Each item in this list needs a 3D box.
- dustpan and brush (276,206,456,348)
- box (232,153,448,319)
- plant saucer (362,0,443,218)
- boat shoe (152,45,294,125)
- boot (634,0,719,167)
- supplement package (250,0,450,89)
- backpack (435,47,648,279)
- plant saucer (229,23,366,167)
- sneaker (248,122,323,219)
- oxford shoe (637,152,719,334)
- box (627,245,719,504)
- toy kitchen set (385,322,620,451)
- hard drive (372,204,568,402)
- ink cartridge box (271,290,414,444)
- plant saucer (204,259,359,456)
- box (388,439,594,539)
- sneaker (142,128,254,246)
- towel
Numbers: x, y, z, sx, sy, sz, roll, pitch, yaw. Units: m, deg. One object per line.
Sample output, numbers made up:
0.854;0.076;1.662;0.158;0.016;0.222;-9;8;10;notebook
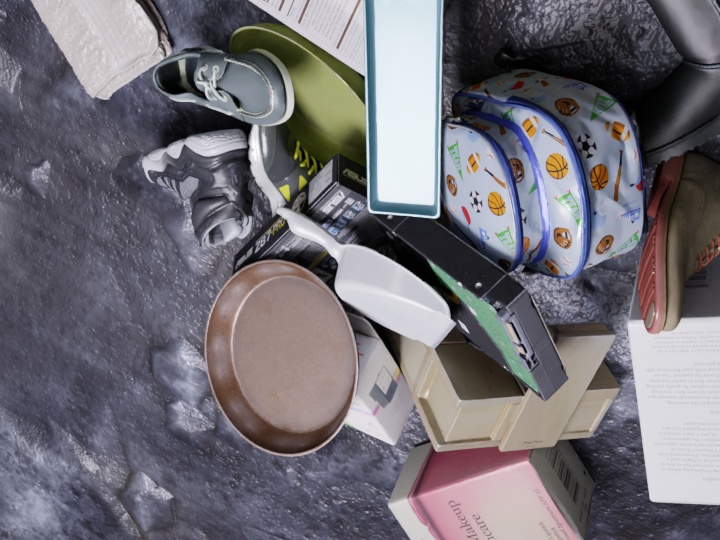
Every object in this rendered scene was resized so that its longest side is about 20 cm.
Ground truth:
0.000;0.000;0.866;0.197;0.058;0.140;23;164;2;dustpan and brush
-0.020;-0.019;0.957;0.160;0.050;0.200;26;133;-27;box
0.038;-0.143;0.783;0.069;0.019;0.203;6;120;14;plant saucer
-0.136;-0.178;0.867;0.199;0.061;0.074;26;127;47;boat shoe
0.277;-0.195;0.767;0.196;0.074;0.164;-26;107;25;boot
-0.017;-0.281;0.815;0.198;0.121;0.121;34;123;3;supplement package
0.160;-0.083;0.799;0.190;0.153;0.203;19;133;57;backpack
-0.045;-0.172;0.890;0.199;0.031;0.201;35;162;13;plant saucer
-0.061;-0.100;0.963;0.083;0.075;0.202;-5;134;13;sneaker
0.288;-0.029;0.782;0.073;0.202;0.071;14;149;10;oxford shoe
0.326;0.095;0.857;0.105;0.153;0.203;-4;117;24;box
0.162;0.068;0.962;0.197;0.182;0.165;0;131;-23;toy kitchen set
0.101;0.022;0.835;0.200;0.038;0.140;42;170;48;hard drive
-0.021;0.111;0.995;0.116;0.068;0.201;18;157;29;ink cartridge box
-0.078;0.089;0.933;0.197;0.034;0.204;3;95;31;plant saucer
0.153;0.261;1.048;0.198;0.109;0.129;-27;105;32;box
-0.177;-0.082;0.975;0.199;0.075;0.116;-6;97;57;sneaker
-0.301;-0.298;0.982;0.131;0.035;0.202;-23;106;31;towel
